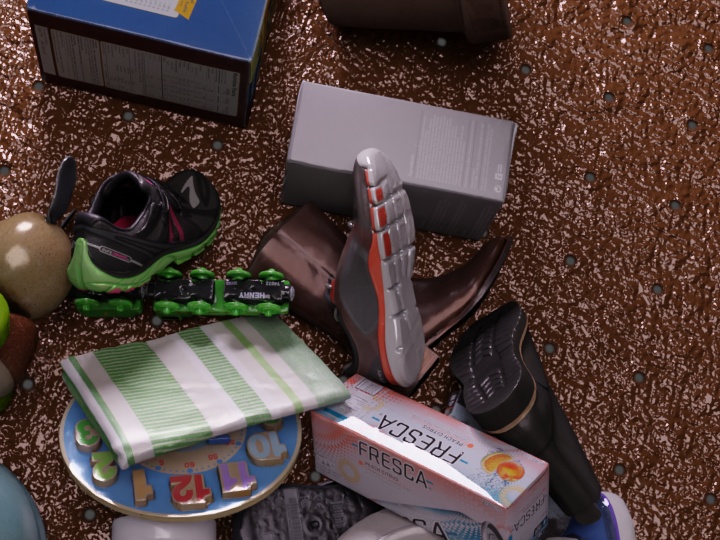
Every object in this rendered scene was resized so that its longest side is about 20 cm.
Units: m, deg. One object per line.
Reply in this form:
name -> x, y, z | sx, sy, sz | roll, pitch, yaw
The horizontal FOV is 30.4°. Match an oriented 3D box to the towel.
towel -> -0.130, 0.093, 1.092 | 0.198, 0.024, 0.152 | -13, 32, -27

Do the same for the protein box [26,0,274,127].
protein box -> -0.175, -0.267, 1.209 | 0.197, 0.135, 0.201 | 13, 70, -4

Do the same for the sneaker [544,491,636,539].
sneaker -> 0.136, 0.261, 1.069 | 0.145, 0.080, 0.202 | 20, 72, -20

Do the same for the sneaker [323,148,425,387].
sneaker -> 0.000, 0.000, 1.120 | 0.081, 0.077, 0.203 | -5, 90, 25

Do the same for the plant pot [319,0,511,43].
plant pot -> 0.043, -0.299, 1.240 | 0.172, 0.200, 0.203 | -10, 73, 7

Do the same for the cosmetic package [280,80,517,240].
cosmetic package -> 0.030, -0.097, 1.200 | 0.197, 0.107, 0.091 | 14, 71, -5

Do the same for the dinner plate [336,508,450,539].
dinner plate -> 0.054, 0.259, 1.023 | 0.197, 0.024, 0.202 | -1, 47, 1

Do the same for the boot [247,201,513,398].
boot -> 0.015, -0.011, 1.195 | 0.199, 0.064, 0.187 | 37, 73, 9

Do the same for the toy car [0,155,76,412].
toy car -> -0.302, -0.007, 1.102 | 0.157, 0.165, 0.201 | 34, 61, 4

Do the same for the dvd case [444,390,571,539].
dvd case -> 0.105, 0.223, 1.126 | 0.145, 0.022, 0.202 | 31, 63, -11

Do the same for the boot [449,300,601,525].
boot -> 0.146, 0.121, 1.137 | 0.077, 0.200, 0.139 | -34, 106, 19

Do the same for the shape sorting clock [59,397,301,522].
shape sorting clock -> -0.146, 0.129, 1.089 | 0.197, 0.040, 0.201 | 4, 40, -4

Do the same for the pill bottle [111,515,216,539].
pill bottle -> -0.156, 0.298, 1.041 | 0.111, 0.113, 0.203 | 1, 72, -8

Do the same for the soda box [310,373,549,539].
soda box -> 0.053, 0.158, 1.066 | 0.199, 0.069, 0.063 | 22, 41, 34

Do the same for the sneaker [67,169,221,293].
sneaker -> -0.177, -0.049, 1.128 | 0.076, 0.085, 0.200 | 9, 25, 18

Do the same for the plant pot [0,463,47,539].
plant pot -> -0.343, 0.210, 1.007 | 0.197, 0.135, 0.203 | 3, 65, -6

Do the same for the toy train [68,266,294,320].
toy train -> -0.154, 0.023, 1.148 | 0.197, 0.056, 0.042 | 2, 70, 3

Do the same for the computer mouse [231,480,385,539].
computer mouse -> -0.007, 0.241, 1.121 | 0.197, 0.046, 0.142 | -10, 76, -18
